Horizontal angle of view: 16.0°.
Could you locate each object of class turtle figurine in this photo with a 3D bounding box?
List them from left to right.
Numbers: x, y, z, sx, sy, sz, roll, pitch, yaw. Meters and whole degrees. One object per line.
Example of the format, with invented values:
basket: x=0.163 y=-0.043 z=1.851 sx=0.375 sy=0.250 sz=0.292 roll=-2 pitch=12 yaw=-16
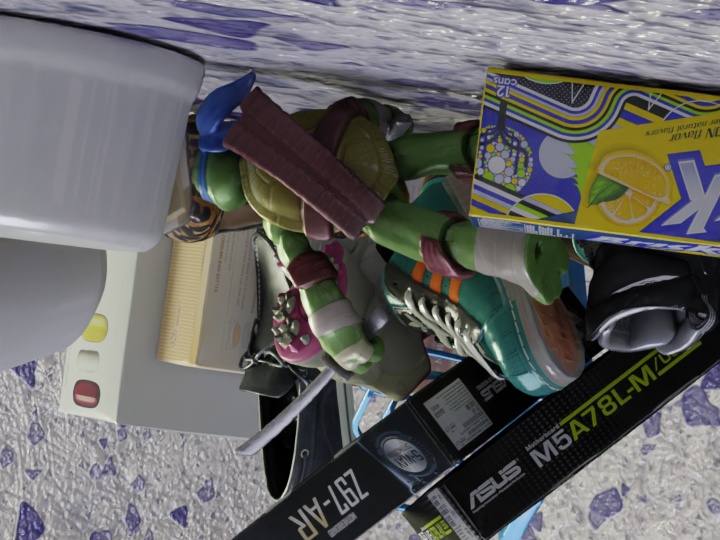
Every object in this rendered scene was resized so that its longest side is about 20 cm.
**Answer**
turtle figurine: x=0.022 y=-0.021 z=1.308 sx=0.193 sy=0.201 sz=0.144 roll=2 pitch=-150 yaw=27

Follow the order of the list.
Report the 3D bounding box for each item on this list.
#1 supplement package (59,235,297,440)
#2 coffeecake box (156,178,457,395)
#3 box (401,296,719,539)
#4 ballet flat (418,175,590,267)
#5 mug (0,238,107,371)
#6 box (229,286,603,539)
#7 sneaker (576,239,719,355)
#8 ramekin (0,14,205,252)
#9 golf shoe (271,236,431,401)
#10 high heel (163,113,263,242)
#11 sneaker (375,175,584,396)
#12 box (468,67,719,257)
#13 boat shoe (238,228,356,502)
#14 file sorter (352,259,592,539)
supplement package: x=-0.114 y=0.016 z=1.835 sx=0.155 sy=0.201 sz=0.111 roll=9 pitch=177 yaw=-29
coffeecake box: x=-0.027 y=0.001 z=1.773 sx=0.199 sy=0.154 sz=0.073 roll=9 pitch=178 yaw=-26
box: x=0.119 y=0.087 z=1.438 sx=0.048 sy=0.193 sz=0.200 roll=50 pitch=171 yaw=5
ballet flat: x=0.134 y=-0.037 z=1.581 sx=0.199 sy=0.068 sz=0.072 roll=7 pitch=-162 yaw=25
mug: x=-0.236 y=-0.019 z=1.551 sx=0.149 sy=0.187 sz=0.153 roll=5 pitch=-172 yaw=41
box: x=0.034 y=0.095 z=1.431 sx=0.160 sy=0.044 sz=0.200 roll=-41 pitch=175 yaw=34
sneaker: x=0.127 y=-0.016 z=1.342 sx=0.075 sy=0.114 sz=0.200 roll=9 pitch=177 yaw=-30
ramekin: x=-0.182 y=-0.068 z=1.277 sx=0.200 sy=0.098 sz=0.200 roll=8 pitch=177 yaw=0
golf shoe: x=0.000 y=0.000 z=1.483 sx=0.091 sy=0.200 sz=0.075 roll=32 pitch=125 yaw=-21
high heel: x=-0.052 y=-0.047 z=1.570 sx=0.142 sy=0.072 sz=0.200 roll=14 pitch=-167 yaw=-8
sneaker: x=0.059 y=0.018 z=1.358 sx=0.071 sy=0.080 sz=0.200 roll=50 pitch=-171 yaw=-28
box: x=0.151 y=-0.043 z=1.146 sx=0.199 sy=0.070 sz=0.064 roll=7 pitch=179 yaw=4
boat shoe: x=-0.047 y=0.062 z=1.685 sx=0.062 sy=0.201 sz=0.075 roll=-14 pitch=-168 yaw=-25
file sorter: x=0.066 y=0.046 z=1.648 sx=0.122 sy=0.200 sz=0.139 roll=14 pitch=134 yaw=-13
